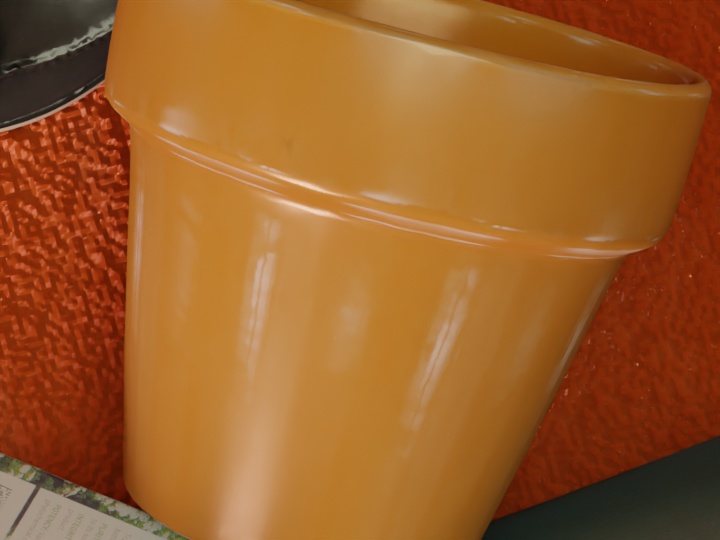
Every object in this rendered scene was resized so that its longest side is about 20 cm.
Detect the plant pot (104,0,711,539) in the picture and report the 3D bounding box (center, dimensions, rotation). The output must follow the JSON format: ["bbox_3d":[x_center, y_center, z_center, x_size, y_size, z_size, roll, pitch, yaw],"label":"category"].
[{"bbox_3d":[0.000,0.000,0.835,0.199,0.200,0.184,13,101,-6],"label":"plant pot"}]

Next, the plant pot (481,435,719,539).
[{"bbox_3d":[0.124,0.141,0.826,0.141,0.200,0.142,-19,89,-8],"label":"plant pot"}]

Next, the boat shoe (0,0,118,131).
[{"bbox_3d":[-0.160,-0.083,0.876,0.200,0.063,0.074,-15,87,-9],"label":"boat shoe"}]

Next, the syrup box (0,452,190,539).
[{"bbox_3d":[-0.056,0.145,0.831,0.199,0.082,0.079,22,49,7],"label":"syrup box"}]
